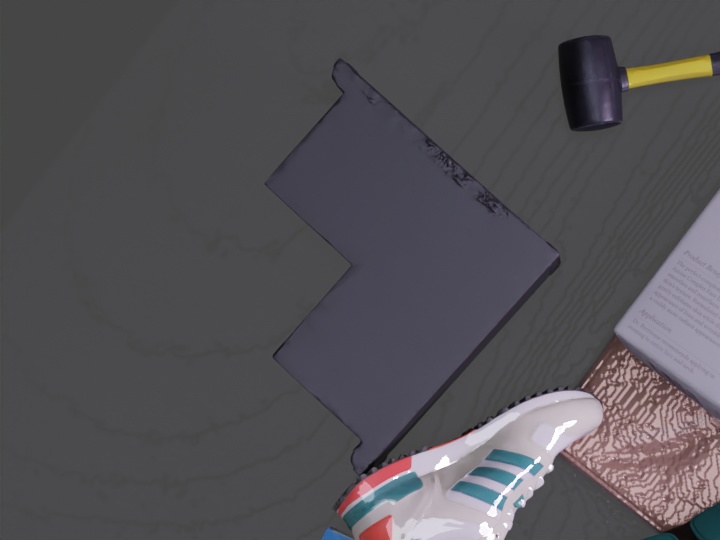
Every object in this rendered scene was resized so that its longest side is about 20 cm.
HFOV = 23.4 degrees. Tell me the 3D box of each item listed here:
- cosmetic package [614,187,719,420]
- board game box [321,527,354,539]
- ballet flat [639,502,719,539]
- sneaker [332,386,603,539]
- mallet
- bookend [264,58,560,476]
[{"bbox_3d":[0.272,-0.002,1.167,0.102,0.074,0.200,39,90,33],"label":"cosmetic package"},{"bbox_3d":[0.031,0.302,1.162,0.195,0.056,0.201,20,81,17],"label":"board game box"},{"bbox_3d":[0.231,0.201,1.183,0.199,0.071,0.071,-22,85,3],"label":"ballet flat"},{"bbox_3d":[0.086,0.152,1.166,0.199,0.070,0.094,-22,72,-18],"label":"sneaker"},{"bbox_3d":[0.234,-0.152,1.215,0.199,0.041,0.066,-16,89,0],"label":"mallet"},{"bbox_3d":[0.000,0.000,1.195,0.199,0.092,0.200,41,92,7],"label":"bookend"}]
